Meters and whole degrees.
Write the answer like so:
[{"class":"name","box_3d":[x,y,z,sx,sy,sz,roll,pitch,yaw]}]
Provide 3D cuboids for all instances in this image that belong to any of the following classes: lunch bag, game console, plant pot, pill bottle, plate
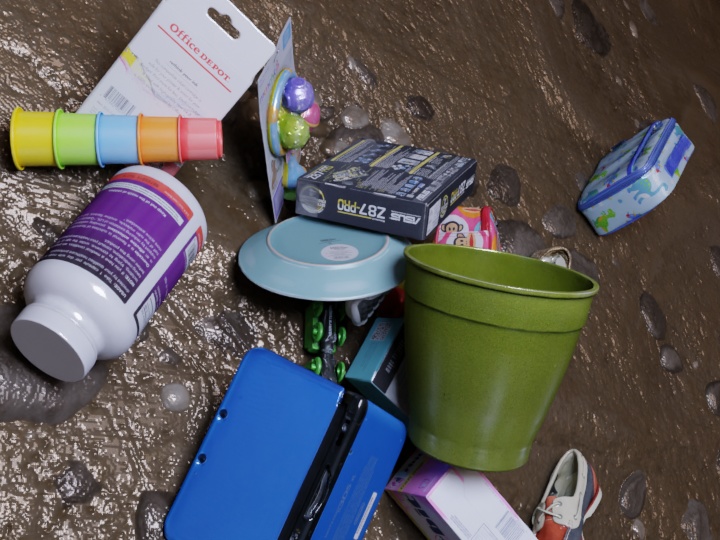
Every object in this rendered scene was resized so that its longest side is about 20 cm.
[{"class":"lunch bag","box_3d":[0.446,-0.155,1.454,0.083,0.160,0.200,49,47,-8]},{"class":"lunch bag","box_3d":[0.134,0.038,1.113,0.177,0.080,0.204,63,29,-65]},{"class":"game console","box_3d":[-0.067,0.206,0.889,0.171,0.117,0.203,41,72,-54]},{"class":"plant pot","box_3d":[0.126,0.090,0.921,0.198,0.199,0.197,-1,105,-40]},{"class":"pill bottle","box_3d":[-0.233,0.002,0.840,0.112,0.112,0.201,42,48,-15]},{"class":"plate","box_3d":[-0.035,-0.026,0.984,0.199,0.198,0.026,-27,129,-44]}]

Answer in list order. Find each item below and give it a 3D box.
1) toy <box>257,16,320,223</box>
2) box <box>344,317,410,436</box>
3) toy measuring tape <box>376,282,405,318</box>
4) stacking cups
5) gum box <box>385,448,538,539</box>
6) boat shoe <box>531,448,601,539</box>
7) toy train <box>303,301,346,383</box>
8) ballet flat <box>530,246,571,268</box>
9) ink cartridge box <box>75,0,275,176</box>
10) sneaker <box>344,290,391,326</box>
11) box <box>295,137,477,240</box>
[{"class":"toy","box_3d":[-0.072,-0.161,1.008,0.046,0.202,0.116,11,49,7]},{"class":"box","box_3d":[0.074,0.146,1.025,0.200,0.049,0.083,46,62,-30]},{"class":"toy measuring tape","box_3d":[0.052,0.084,1.064,0.073,0.073,0.203,24,55,-28]},{"class":"stacking cups","box_3d":[-0.234,-0.129,0.883,0.196,0.061,0.062,-1,66,-9]},{"class":"gum box","box_3d":[0.129,0.291,0.985,0.066,0.113,0.201,-43,98,-22]},{"class":"boat shoe","box_3d":[0.246,0.301,1.114,0.200,0.070,0.063,-41,111,-50]},{"class":"toy train","box_3d":[-0.042,0.122,0.978,0.041,0.056,0.204,14,60,-24]},{"class":"ballet flat","box_3d":[0.246,0.030,1.259,0.070,0.065,0.201,43,48,-14]},{"class":"ink cartridge box","box_3d":[-0.184,-0.196,0.918,0.116,0.200,0.068,41,20,-16]},{"class":"sneaker","box_3d":[0.000,0.000,1.036,0.081,0.075,0.200,39,16,-6]},{"class":"box","box_3d":[0.035,-0.102,1.064,0.158,0.050,0.200,15,26,17]}]
